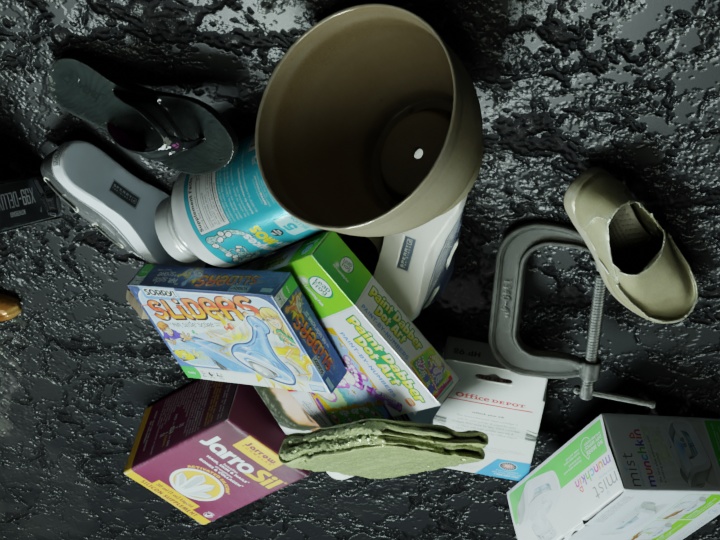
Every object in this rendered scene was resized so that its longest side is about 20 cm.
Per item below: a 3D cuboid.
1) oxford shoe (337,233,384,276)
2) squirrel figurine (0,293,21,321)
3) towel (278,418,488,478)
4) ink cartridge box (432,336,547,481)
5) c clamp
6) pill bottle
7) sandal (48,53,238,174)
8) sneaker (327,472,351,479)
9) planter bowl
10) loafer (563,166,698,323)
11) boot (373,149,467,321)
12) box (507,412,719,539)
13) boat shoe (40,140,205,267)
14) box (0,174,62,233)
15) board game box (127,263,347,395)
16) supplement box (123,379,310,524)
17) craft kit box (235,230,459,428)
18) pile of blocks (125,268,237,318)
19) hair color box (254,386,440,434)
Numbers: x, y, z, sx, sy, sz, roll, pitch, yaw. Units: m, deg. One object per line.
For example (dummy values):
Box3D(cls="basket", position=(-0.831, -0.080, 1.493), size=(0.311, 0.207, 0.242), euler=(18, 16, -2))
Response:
Box3D(cls="oxford shoe", position=(0.000, 0.000, 1.643), size=(0.070, 0.075, 0.200), euler=(1, 139, 13))
Box3D(cls="squirrel figurine", position=(-0.507, 0.088, 1.799), size=(0.200, 0.187, 0.142), euler=(-17, 132, 32))
Box3D(cls="towel", position=(0.022, 0.181, 1.668), size=(0.148, 0.037, 0.200), euler=(13, 159, -33))
Box3D(cls="ink cartridge box", position=(0.141, 0.141, 1.774), size=(0.116, 0.067, 0.200), euler=(10, 140, 5))
Box3D(cls="c clamp", position=(0.213, 0.043, 1.632), size=(0.171, 0.027, 0.200), euler=(3, 117, 12))
Box3D(cls="pill bottle", position=(-0.104, -0.070, 1.564), size=(0.200, 0.111, 0.111), euler=(-21, 129, 35))
Box3D(cls="sandal", position=(-0.209, -0.137, 1.518), size=(0.200, 0.048, 0.075), euler=(23, 125, 14))
Box3D(cls="sneaker", position=(0.011, 0.196, 1.860), size=(0.074, 0.087, 0.200), euler=(25, 140, -17))
Box3D(cls="planter bowl", position=(0.027, -0.116, 1.432), size=(0.200, 0.200, 0.135), euler=(-14, 159, 29))
Box3D(cls="loafer", position=(0.263, -0.012, 1.544), size=(0.076, 0.068, 0.200), euler=(-43, 122, 2))
Box3D(cls="boot", position=(0.067, -0.046, 1.585), size=(0.073, 0.090, 0.200), euler=(29, 115, 16))
Box3D(cls="box", position=(0.290, 0.245, 1.785), size=(0.176, 0.097, 0.200), euler=(5, 146, -28))
Box3D(cls="boat shoe", position=(-0.244, -0.057, 1.657), size=(0.200, 0.070, 0.066), euler=(37, 152, -30))
Box3D(cls="box", position=(-0.428, -0.054, 1.641), size=(0.200, 0.158, 0.050), euler=(-7, 97, 22))
Box3D(cls="board game box", position=(-0.123, 0.056, 1.615), size=(0.200, 0.034, 0.135), euler=(3, 134, 40))
Box3D(cls="supplement box", position=(-0.158, 0.200, 1.898), size=(0.131, 0.103, 0.200), euler=(38, 134, -24))
Box3D(cls="craft kit box", position=(-0.030, 0.066, 1.613), size=(0.200, 0.049, 0.197), euler=(49, 142, -15))
Box3D(cls="pile of blocks", position=(-0.147, 0.020, 1.730), size=(0.200, 0.082, 0.062), euler=(9, 108, -5))
Box3D(cls="hair color box", position=(-0.019, 0.124, 1.756), size=(0.200, 0.061, 0.099), euler=(-4, 127, 42))
